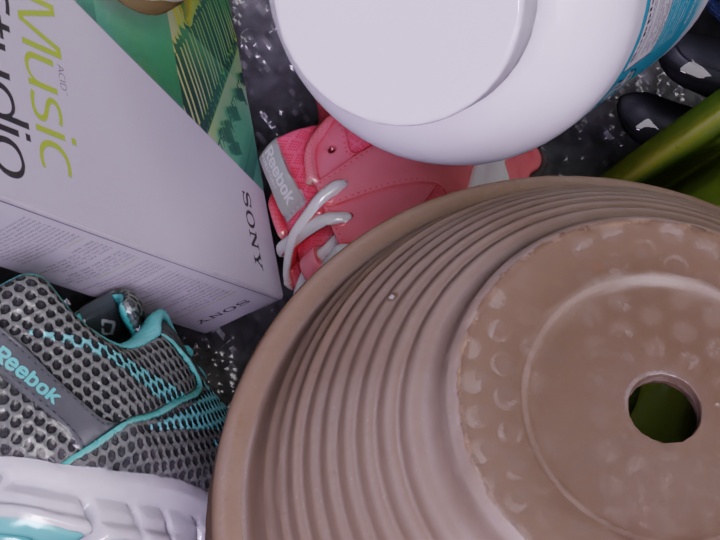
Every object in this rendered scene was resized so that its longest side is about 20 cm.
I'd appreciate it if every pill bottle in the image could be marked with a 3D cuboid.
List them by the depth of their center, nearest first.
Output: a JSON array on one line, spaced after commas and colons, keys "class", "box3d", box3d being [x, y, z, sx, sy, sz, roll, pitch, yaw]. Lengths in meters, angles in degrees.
[{"class": "pill bottle", "box3d": [0.039, -0.094, 0.741, 0.111, 0.110, 0.200, 59, 23, -2]}]

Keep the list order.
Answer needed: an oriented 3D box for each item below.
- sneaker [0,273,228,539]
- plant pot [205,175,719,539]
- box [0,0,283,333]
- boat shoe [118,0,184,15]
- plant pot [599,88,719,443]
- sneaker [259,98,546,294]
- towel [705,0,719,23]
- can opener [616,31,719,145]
[{"class": "sneaker", "box3d": [-0.058, 0.051, 0.730, 0.077, 0.200, 0.092, -15, 72, 20]}, {"class": "plant pot", "box3d": [0.064, 0.053, 0.605, 0.199, 0.093, 0.202, 4, 62, -7]}, {"class": "box", "box3d": [-0.100, -0.071, 0.727, 0.200, 0.036, 0.145, 22, 52, -57]}, {"class": "boat shoe", "box3d": [-0.088, -0.168, 0.712, 0.201, 0.066, 0.072, 55, 25, -23]}, {"class": "plant pot", "box3d": [0.147, 0.051, 0.794, 0.198, 0.200, 0.183, 20, 67, -15]}, {"class": "sneaker", "box3d": [0.000, 0.000, 0.779, 0.086, 0.074, 0.201, 31, 38, -17]}, {"class": "towel", "box3d": [0.165, -0.180, 0.887, 0.111, 0.048, 0.201, 27, 78, -56]}, {"class": "can opener", "box3d": [0.178, -0.039, 0.881, 0.199, 0.079, 0.064, 9, 121, -25]}]
